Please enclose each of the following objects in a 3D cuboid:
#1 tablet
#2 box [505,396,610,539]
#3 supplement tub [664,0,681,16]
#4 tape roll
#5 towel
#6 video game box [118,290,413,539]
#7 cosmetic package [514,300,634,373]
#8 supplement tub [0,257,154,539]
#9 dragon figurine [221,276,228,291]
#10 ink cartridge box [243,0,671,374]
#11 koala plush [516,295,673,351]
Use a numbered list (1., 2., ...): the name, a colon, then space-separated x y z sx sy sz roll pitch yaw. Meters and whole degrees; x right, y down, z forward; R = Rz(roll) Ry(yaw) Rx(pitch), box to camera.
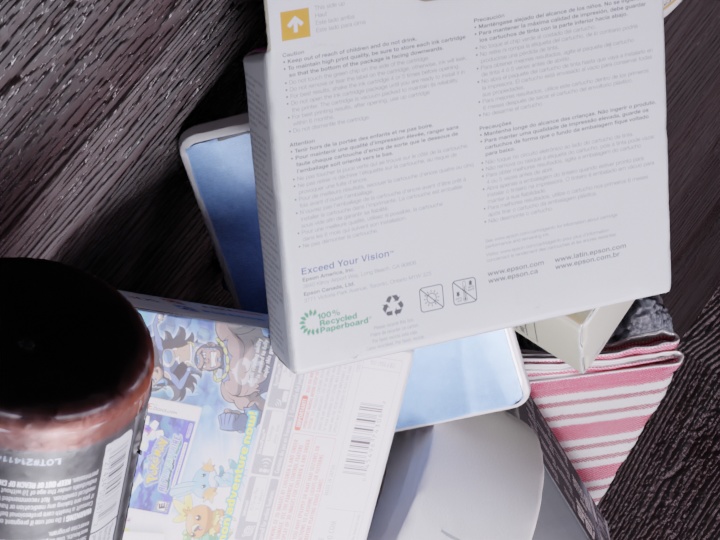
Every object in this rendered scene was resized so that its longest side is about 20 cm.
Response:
1. tablet: 0.000 0.000 1.429 0.014 0.130 0.200 -90 166 -53
2. box: 0.050 0.144 1.749 0.200 0.157 0.050 58 19 -51
3. supplement tub: 0.107 -0.197 1.445 0.145 0.144 0.200 -52 168 -18
4. tape roll: 0.012 0.151 1.551 0.203 0.071 0.203 -51 -161 25
5. towel: 0.100 0.105 1.797 0.146 0.030 0.200 -5 145 -23
6. video game box: -0.081 0.116 1.389 0.182 0.047 0.201 10 98 -36
7. cosmetic package: 0.050 -0.038 1.496 0.071 0.200 0.105 -55 169 -9
8. supplement tub: -0.151 0.099 1.242 0.107 0.107 0.200 -44 156 -47
9. dragon figurine: -0.011 -0.027 1.629 0.100 0.059 0.200 -61 167 20
10. ink cartridge box: 0.046 -0.068 1.349 0.196 0.043 0.201 -11 111 -19
11. koala plush: 0.065 0.040 1.838 0.178 0.184 0.200 -52 164 13
